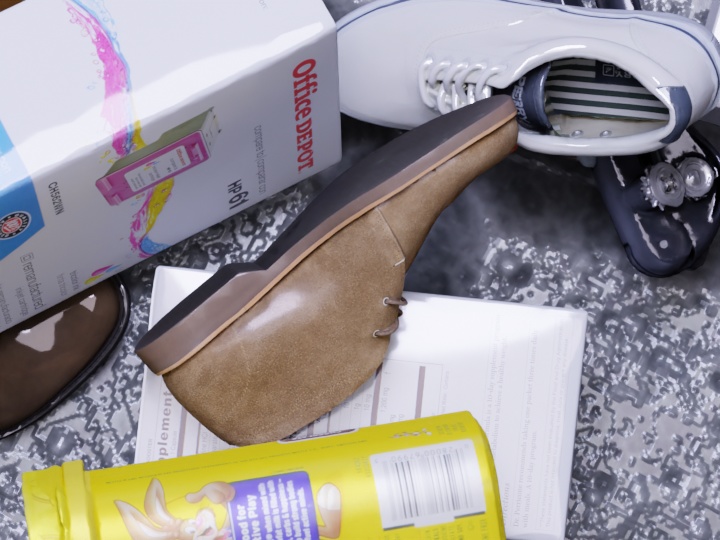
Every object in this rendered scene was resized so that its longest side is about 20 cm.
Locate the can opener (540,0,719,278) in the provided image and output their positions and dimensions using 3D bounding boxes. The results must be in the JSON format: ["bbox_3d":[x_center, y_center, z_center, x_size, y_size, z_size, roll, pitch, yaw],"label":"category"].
[{"bbox_3d":[0.120,-0.091,1.351,0.063,0.079,0.200,-23,92,-22],"label":"can opener"}]

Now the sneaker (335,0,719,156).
[{"bbox_3d":[0.065,-0.091,1.296,0.200,0.071,0.073,1,112,23],"label":"sneaker"}]

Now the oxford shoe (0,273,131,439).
[{"bbox_3d":[-0.201,0.052,1.348,0.200,0.084,0.073,-28,83,-4],"label":"oxford shoe"}]

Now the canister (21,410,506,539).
[{"bbox_3d":[-0.037,0.145,1.225,0.200,0.087,0.149,-9,102,-5],"label":"canister"}]

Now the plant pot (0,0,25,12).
[{"bbox_3d":[-0.147,-0.190,1.320,0.200,0.183,0.201,0,85,0],"label":"plant pot"}]

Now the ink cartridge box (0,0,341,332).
[{"bbox_3d":[-0.111,-0.069,1.287,0.200,0.145,0.085,-28,70,-10],"label":"ink cartridge box"}]

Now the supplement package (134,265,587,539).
[{"bbox_3d":[0.000,0.065,1.331,0.199,0.114,0.110,6,85,1],"label":"supplement package"}]

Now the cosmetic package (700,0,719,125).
[{"bbox_3d":[0.224,-0.163,1.385,0.082,0.051,0.200,16,85,2],"label":"cosmetic package"}]

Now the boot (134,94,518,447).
[{"bbox_3d":[0.000,0.000,1.255,0.200,0.074,0.076,-39,98,3],"label":"boot"}]

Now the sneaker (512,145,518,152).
[{"bbox_3d":[0.061,-0.156,1.376,0.077,0.073,0.200,-10,91,-20],"label":"sneaker"}]
